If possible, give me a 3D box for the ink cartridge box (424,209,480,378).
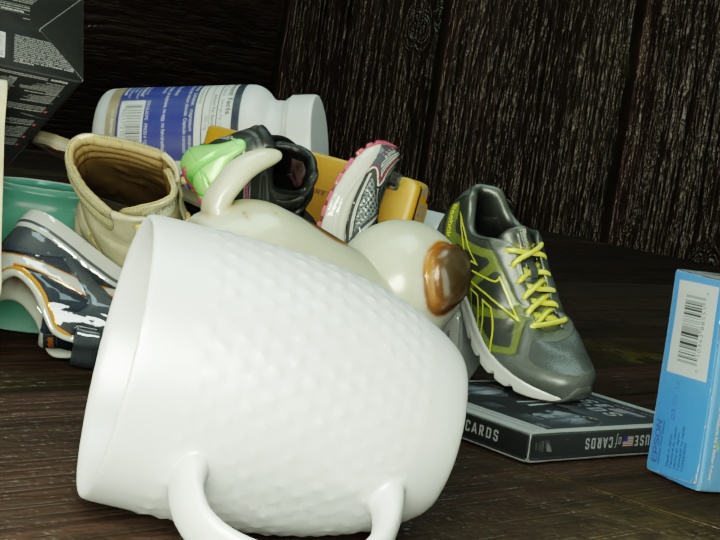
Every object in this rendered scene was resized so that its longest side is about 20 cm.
[{"bbox_3d":[0.019,0.012,1.440,0.199,0.084,0.145,15,36,22],"label":"ink cartridge box"}]

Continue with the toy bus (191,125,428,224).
[{"bbox_3d":[-0.039,-0.064,1.398,0.199,0.065,0.078,16,1,21],"label":"toy bus"}]

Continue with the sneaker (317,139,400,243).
[{"bbox_3d":[0.000,0.000,1.295,0.074,0.201,0.081,12,-5,5],"label":"sneaker"}]

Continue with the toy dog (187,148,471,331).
[{"bbox_3d":[-0.025,0.016,1.174,0.199,0.195,0.139,-2,-2,-28],"label":"toy dog"}]

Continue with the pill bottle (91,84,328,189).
[{"bbox_3d":[-0.134,-0.110,1.549,0.199,0.116,0.116,0,5,9],"label":"pill bottle"}]

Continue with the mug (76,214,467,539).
[{"bbox_3d":[-0.040,0.079,0.854,0.175,0.148,0.200,14,35,-14],"label":"mug"}]

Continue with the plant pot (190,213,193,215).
[{"bbox_3d":[-0.134,-0.055,1.695,0.200,0.093,0.201,8,-21,3],"label":"plant pot"}]

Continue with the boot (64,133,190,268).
[{"bbox_3d":[-0.133,-0.014,1.266,0.200,0.073,0.156,36,-23,11],"label":"boot"}]

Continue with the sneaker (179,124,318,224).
[{"bbox_3d":[-0.060,-0.049,1.241,0.084,0.077,0.200,-30,-19,5],"label":"sneaker"}]

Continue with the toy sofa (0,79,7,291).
[{"bbox_3d":[-0.301,-0.045,1.208,0.083,0.201,0.098,6,-29,-20],"label":"toy sofa"}]

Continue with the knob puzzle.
[{"bbox_3d":[-0.185,-0.065,1.377,0.219,0.031,0.220,23,-2,1],"label":"knob puzzle"}]

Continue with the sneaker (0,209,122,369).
[{"bbox_3d":[-0.185,0.041,1.252,0.200,0.080,0.078,31,-27,5],"label":"sneaker"}]

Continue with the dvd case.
[{"bbox_3d":[0.135,0.109,1.271,0.200,0.025,0.150,2,9,-44],"label":"dvd case"}]

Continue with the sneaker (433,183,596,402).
[{"bbox_3d":[0.115,0.015,1.304,0.074,0.085,0.200,-12,50,-35],"label":"sneaker"}]

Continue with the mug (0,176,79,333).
[{"bbox_3d":[-0.258,-0.015,1.440,0.185,0.115,0.152,3,8,-35],"label":"mug"}]

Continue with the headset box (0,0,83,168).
[{"bbox_3d":[-0.318,-0.150,1.318,0.148,0.075,0.200,9,-24,-28],"label":"headset box"}]

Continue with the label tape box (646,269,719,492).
[{"bbox_3d":[0.308,0.082,1.204,0.199,0.145,0.063,6,4,-27],"label":"label tape box"}]
